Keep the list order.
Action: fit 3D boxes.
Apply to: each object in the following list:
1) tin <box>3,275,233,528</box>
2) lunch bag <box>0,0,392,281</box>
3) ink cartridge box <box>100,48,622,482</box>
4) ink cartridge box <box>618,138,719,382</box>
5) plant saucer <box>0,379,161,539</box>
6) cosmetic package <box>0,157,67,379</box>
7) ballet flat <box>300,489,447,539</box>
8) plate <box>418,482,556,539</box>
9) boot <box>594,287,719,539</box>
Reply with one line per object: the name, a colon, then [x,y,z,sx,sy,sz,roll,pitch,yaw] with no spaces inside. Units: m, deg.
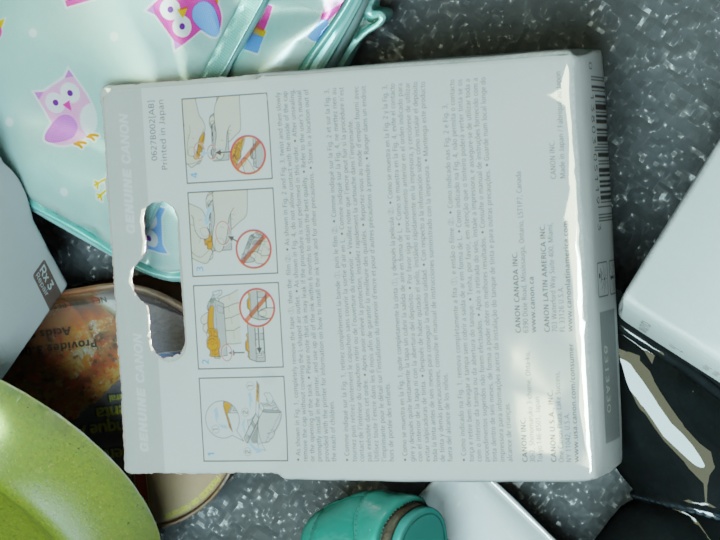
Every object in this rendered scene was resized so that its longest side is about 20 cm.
tin: [-0.141,0.065,0.931,0.198,0.042,0.113,-7,95,16]
lunch bag: [-0.077,-0.106,0.859,0.160,0.077,0.201,31,108,8]
ink cartridge box: [0.000,0.000,0.810,0.198,0.050,0.162,-2,93,23]
ink cartridge box: [0.221,-0.023,0.778,0.173,0.044,0.201,32,85,8]
plant saucer: [-0.182,0.103,0.879,0.198,0.031,0.201,14,141,11]
cosmetic package: [-0.237,-0.011,0.875,0.199,0.081,0.113,0,131,33]
ballet flat: [0.009,0.189,0.875,0.070,0.067,0.202,1,101,40]
plate: [0.058,0.213,0.908,0.200,0.032,0.200,42,108,4]
boot: [0.108,0.106,0.834,0.198,0.073,0.163,33,91,3]
